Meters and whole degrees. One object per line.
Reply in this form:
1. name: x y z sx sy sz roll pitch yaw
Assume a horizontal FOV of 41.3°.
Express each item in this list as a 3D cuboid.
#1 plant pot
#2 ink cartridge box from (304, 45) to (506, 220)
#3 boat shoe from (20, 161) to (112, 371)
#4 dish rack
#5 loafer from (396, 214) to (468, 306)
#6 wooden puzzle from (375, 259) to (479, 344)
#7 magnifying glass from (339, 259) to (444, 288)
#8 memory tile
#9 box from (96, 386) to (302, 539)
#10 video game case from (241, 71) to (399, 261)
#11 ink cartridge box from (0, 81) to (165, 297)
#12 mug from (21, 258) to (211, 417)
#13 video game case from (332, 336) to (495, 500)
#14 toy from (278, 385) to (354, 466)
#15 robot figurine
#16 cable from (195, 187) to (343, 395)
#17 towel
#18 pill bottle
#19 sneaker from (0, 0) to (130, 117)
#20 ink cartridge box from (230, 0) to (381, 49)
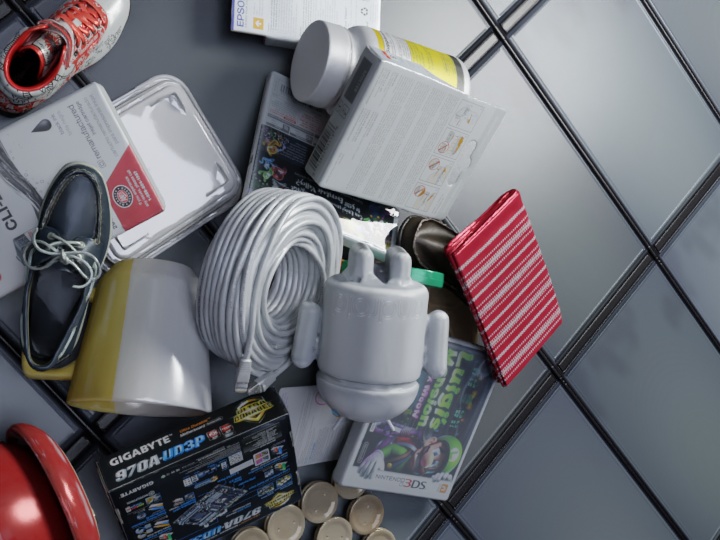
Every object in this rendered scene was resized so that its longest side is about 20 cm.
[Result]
1. plant pot: -0.360 0.254 0.904 0.181 0.200 0.202 -24 98 -34
2. ink cartridge box: 0.054 -0.155 1.112 0.199 0.050 0.163 11 117 -39
3. boat shoe: -0.285 -0.003 0.910 0.074 0.062 0.202 17 97 -14
4. dish rack: -0.238 -0.110 1.064 0.199 0.043 0.173 -36 104 -22
5. loafer: 0.128 -0.008 1.173 0.199 0.071 0.074 31 71 -31
6. wooden puzzle: 0.068 0.052 1.208 0.198 0.046 0.187 10 83 -30
7. magnifying glass: 0.000 0.000 1.114 0.198 0.080 0.023 9 88 17
8. memory tile: -0.054 0.331 1.136 0.199 0.017 0.155 -29 107 -26
9. box: -0.164 0.225 1.018 0.198 0.046 0.160 -22 136 -17
10. video game case: -0.037 -0.124 1.145 0.199 0.023 0.184 22 58 -24
11. ink cartridge box: -0.319 -0.080 0.966 0.199 0.084 0.145 -28 102 -5
12. mug: -0.239 0.067 0.999 0.185 0.149 0.155 15 72 -39
13. video game case: 0.074 0.175 1.150 0.181 0.023 0.202 18 96 -39
14. toy: -0.026 0.170 1.141 0.198 0.047 0.116 0 117 -30
15. robot figurine: 0.011 0.074 1.017 0.168 0.113 0.202 4 98 -2
16. cable: -0.092 0.011 1.017 0.200 0.069 0.202 -31 130 -53
17. towel: 0.177 0.020 1.154 0.144 0.022 0.201 -41 120 -32
18. pill bottle: 0.023 -0.225 1.144 0.198 0.114 0.116 10 83 -31
19. sneaker: -0.305 -0.244 1.001 0.067 0.108 0.202 47 69 -16
20. ink cartridge box: -0.067 -0.370 1.163 0.198 0.043 0.199 3 88 -25
